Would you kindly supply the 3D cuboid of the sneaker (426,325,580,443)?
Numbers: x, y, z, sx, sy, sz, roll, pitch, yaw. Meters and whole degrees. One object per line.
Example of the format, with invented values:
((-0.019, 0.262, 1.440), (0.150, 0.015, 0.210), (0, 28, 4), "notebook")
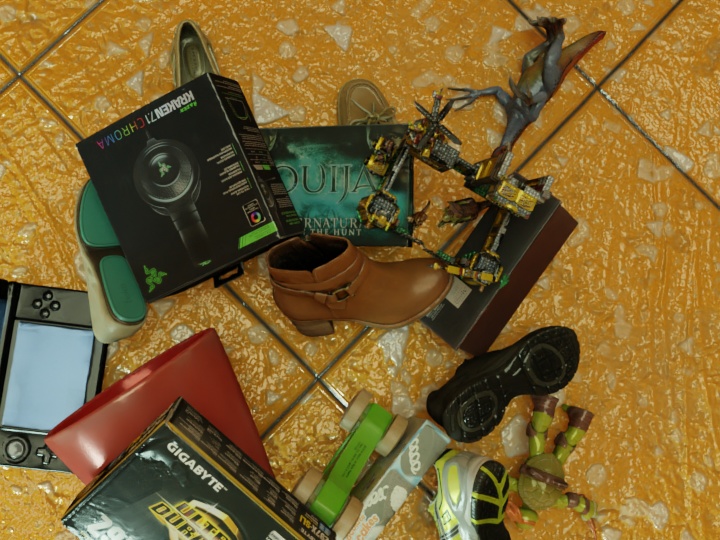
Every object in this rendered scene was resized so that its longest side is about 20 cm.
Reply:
((0.157, 0.114, 0.969), (0.199, 0.091, 0.077), (-25, 105, -20), "sneaker")

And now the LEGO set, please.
((0.101, -0.073, 0.886), (0.199, 0.116, 0.154), (36, 81, -11), "LEGO set")

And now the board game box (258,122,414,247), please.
((-0.039, -0.095, 0.974), (0.198, 0.028, 0.137), (1, 90, 15), "board game box")

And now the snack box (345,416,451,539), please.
((0.014, 0.247, 0.928), (0.037, 0.116, 0.200), (39, 81, 1), "snack box")

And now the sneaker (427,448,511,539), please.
((0.115, 0.279, 0.940), (0.075, 0.076, 0.202), (-18, 120, -40), "sneaker")

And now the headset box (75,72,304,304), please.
((-0.179, -0.080, 0.933), (0.173, 0.093, 0.202), (-23, 91, 14), "headset box")

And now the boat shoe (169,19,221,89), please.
((-0.179, -0.185, 0.995), (0.072, 0.063, 0.203), (-10, 83, -6), "boat shoe")

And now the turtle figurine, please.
((0.195, 0.222, 0.974), (0.198, 0.064, 0.163), (20, 81, -2), "turtle figurine")

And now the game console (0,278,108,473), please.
((-0.370, 0.109, 0.912), (0.174, 0.116, 0.202), (7, 82, -4), "game console")

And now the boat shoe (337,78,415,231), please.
((0.025, -0.135, 1.007), (0.073, 0.063, 0.202), (-19, 84, -7), "boat shoe")

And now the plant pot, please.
((-0.191, 0.186, 0.891), (0.200, 0.200, 0.178), (-32, 97, -8), "plant pot")

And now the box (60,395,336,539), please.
((-0.147, 0.235, 0.788), (0.159, 0.049, 0.200), (-41, 102, 21), "box")

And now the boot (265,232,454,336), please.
((0.000, 0.000, 0.929), (0.198, 0.156, 0.077), (-10, 59, 5), "boot")

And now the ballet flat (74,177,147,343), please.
((-0.282, -0.010, 0.955), (0.069, 0.070, 0.201), (-13, 62, -7), "ballet flat")

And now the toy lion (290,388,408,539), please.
((-0.044, 0.248, 0.907), (0.068, 0.192, 0.200), (34, 40, 3), "toy lion")

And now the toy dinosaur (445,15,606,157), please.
((0.211, -0.205, 1.027), (0.198, 0.105, 0.183), (4, 102, -17), "toy dinosaur")

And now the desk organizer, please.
((0.158, -0.002, 0.994), (0.072, 0.077, 0.201), (39, 97, 34), "desk organizer")
